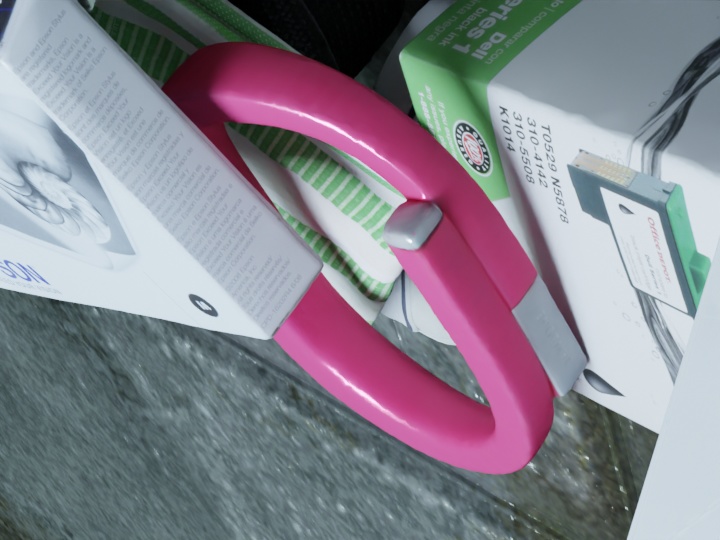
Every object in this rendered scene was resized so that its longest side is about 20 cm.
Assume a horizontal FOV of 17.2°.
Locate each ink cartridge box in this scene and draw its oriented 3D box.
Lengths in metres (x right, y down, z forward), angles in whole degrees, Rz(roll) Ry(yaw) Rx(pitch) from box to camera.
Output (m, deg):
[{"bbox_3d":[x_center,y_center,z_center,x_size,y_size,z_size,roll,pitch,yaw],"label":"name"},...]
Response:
[{"bbox_3d":[0.122,-0.013,0.807,0.199,0.084,0.147,27,146,44],"label":"ink cartridge box"},{"bbox_3d":[-0.135,-0.060,0.833,0.199,0.041,0.200,8,146,53],"label":"ink cartridge box"}]

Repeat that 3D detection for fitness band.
[{"bbox_3d":[0.000,0.000,0.847,0.143,0.038,0.200,14,148,42],"label":"fitness band"}]

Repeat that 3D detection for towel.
[{"bbox_3d":[-0.048,-0.038,0.915,0.152,0.023,0.200,35,156,2],"label":"towel"}]

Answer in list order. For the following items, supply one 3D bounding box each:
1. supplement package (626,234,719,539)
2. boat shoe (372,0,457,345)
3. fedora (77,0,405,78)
[{"bbox_3d":[0.183,0.077,0.671,0.113,0.110,0.200,6,161,44],"label":"supplement package"},{"bbox_3d":[0.042,-0.030,0.947,0.065,0.072,0.201,31,148,19],"label":"boat shoe"},{"bbox_3d":[-0.051,-0.131,0.942,0.200,0.091,0.201,40,153,25],"label":"fedora"}]
